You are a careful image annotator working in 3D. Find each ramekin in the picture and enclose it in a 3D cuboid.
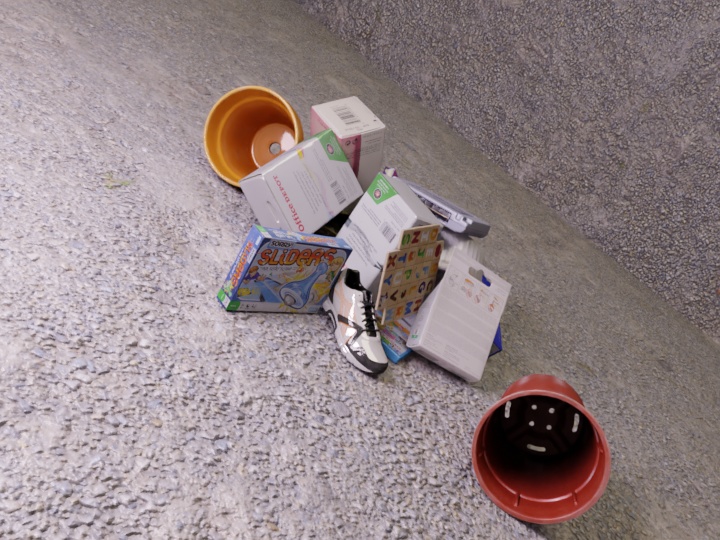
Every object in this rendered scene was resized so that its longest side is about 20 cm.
[{"bbox_3d":[0.153,-0.008,1.410,0.199,0.200,0.099,26,66,-19],"label":"ramekin"}]

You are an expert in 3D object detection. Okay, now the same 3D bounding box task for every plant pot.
[{"bbox_3d":[-0.203,-0.265,1.483,0.200,0.201,0.183,38,7,8],"label":"plant pot"},{"bbox_3d":[0.286,0.260,1.120,0.200,0.201,0.195,38,15,8],"label":"plant pot"}]

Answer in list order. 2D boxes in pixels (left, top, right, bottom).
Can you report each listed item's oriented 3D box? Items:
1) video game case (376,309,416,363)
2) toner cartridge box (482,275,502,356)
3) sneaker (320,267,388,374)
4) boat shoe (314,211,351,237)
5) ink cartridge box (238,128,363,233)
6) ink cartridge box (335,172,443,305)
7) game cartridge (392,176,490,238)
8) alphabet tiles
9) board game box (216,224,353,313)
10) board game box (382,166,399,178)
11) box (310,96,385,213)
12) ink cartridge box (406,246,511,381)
[{"bbox_3d":[0.056,0.096,1.327,0.143,0.018,0.200,42,24,14],"label":"video game case"},{"bbox_3d":[0.257,0.085,1.513,0.095,0.043,0.201,49,28,-23],"label":"toner cartridge box"},{"bbox_3d":[-0.005,0.081,1.179,0.073,0.080,0.201,9,43,-50],"label":"sneaker"},{"bbox_3d":[-0.019,-0.076,1.436,0.198,0.073,0.068,15,-19,0],"label":"boat shoe"},{"bbox_3d":[-0.108,-0.154,1.325,0.200,0.087,0.146,-42,112,-39],"label":"ink cartridge box"},{"bbox_3d":[0.039,-0.055,1.319,0.083,0.201,0.147,14,31,-44],"label":"ink cartridge box"},{"bbox_3d":[0.154,-0.123,1.389,0.199,0.041,0.133,34,19,29],"label":"game cartridge"},{"bbox_3d":[0.088,0.005,1.217,0.006,0.168,0.199,20,18,29],"label":"alphabet tiles"},{"bbox_3d":[-0.116,0.003,1.119,0.199,0.136,0.034,5,32,-49],"label":"board game box"},{"bbox_3d":[0.069,-0.119,1.534,0.032,0.121,0.200,18,-19,26],"label":"board game box"},{"bbox_3d":[-0.033,-0.235,1.463,0.108,0.201,0.128,-19,49,-25],"label":"box"},{"bbox_3d":[0.185,0.082,1.306,0.160,0.202,0.050,31,-22,-26],"label":"ink cartridge box"}]
